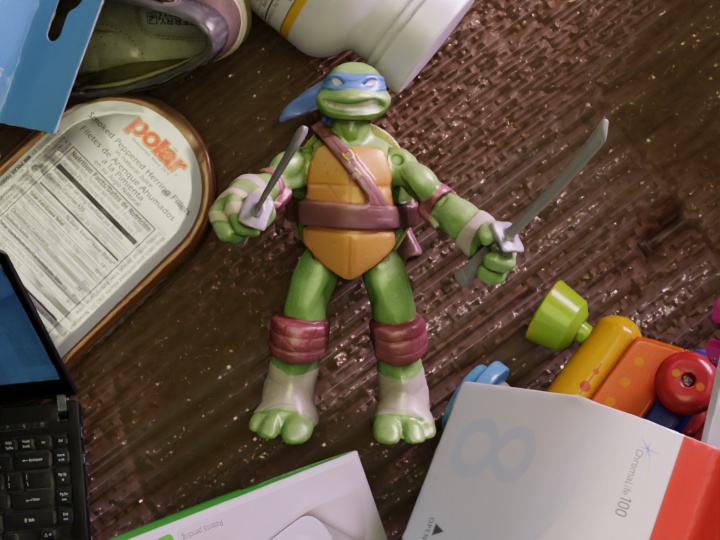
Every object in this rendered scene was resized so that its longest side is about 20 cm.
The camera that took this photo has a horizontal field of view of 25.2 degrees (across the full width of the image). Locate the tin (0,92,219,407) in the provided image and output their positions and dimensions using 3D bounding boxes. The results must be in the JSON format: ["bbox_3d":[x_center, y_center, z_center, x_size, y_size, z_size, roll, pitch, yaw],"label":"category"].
[{"bbox_3d":[-0.164,-0.012,0.876,0.112,0.042,0.200,45,82,-3],"label":"tin"}]

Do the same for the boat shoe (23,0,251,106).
[{"bbox_3d":[-0.159,-0.122,0.846,0.200,0.066,0.072,-6,109,13],"label":"boat shoe"}]

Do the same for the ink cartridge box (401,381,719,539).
[{"bbox_3d":[0.104,0.139,0.737,0.047,0.200,0.160,41,64,-39],"label":"ink cartridge box"}]

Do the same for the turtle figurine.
[{"bbox_3d":[0.000,0.000,0.818,0.144,0.200,0.194,-10,111,-36],"label":"turtle figurine"}]

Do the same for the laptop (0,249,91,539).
[{"bbox_3d":[-0.237,0.099,0.805,0.177,0.103,0.201,-6,84,9],"label":"laptop"}]

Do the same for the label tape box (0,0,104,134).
[{"bbox_3d":[-0.221,-0.159,0.821,0.200,0.063,0.145,13,81,35],"label":"label tape box"}]

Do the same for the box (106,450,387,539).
[{"bbox_3d":[-0.064,0.202,0.776,0.097,0.200,0.177,-23,83,35],"label":"box"}]

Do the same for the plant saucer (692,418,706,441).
[{"bbox_3d":[0.199,0.182,0.850,0.200,0.037,0.200,41,80,-27],"label":"plant saucer"}]

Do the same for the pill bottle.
[{"bbox_3d":[-0.034,-0.187,0.871,0.200,0.104,0.104,40,82,0],"label":"pill bottle"}]

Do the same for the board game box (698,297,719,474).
[{"bbox_3d":[0.240,0.121,0.823,0.200,0.026,0.200,9,95,-28],"label":"board game box"}]

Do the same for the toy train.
[{"bbox_3d":[0.143,0.043,0.879,0.116,0.085,0.200,35,80,15],"label":"toy train"}]
